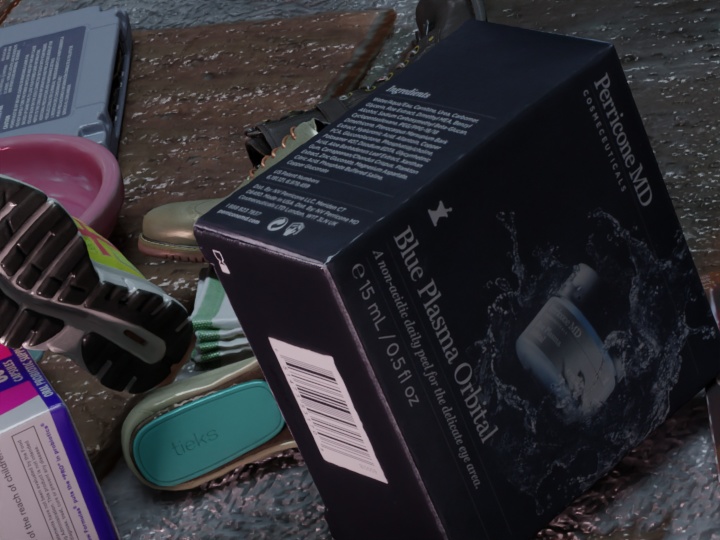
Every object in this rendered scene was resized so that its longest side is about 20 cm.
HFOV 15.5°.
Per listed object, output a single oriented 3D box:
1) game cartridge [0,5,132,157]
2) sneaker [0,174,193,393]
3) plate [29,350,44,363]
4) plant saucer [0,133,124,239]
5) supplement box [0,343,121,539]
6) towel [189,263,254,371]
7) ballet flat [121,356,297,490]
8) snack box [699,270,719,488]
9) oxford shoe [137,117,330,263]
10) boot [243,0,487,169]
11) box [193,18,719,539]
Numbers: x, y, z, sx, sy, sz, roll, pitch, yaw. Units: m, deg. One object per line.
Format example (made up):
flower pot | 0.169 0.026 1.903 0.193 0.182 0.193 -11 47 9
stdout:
game cartridge | -0.229 -0.116 1.831 0.132 0.041 0.200 -9 32 6
sneaker | -0.177 -0.003 1.403 0.078 0.200 0.090 -48 48 0
plate | -0.280 0.063 1.517 0.199 0.026 0.200 -15 10 3
plant saucer | -0.240 -0.017 1.657 0.199 0.051 0.201 -12 29 7
supplement box | -0.243 0.128 1.387 0.199 0.104 0.101 -26 33 -13
towel | 0.000 0.000 1.510 0.199 0.031 0.149 -14 17 4
ballet flat | -0.034 0.064 1.430 0.199 0.070 0.070 -16 31 4
snack box | 0.212 0.058 1.353 0.071 0.024 0.200 -12 31 9
oxford shoe | -0.038 -0.051 1.543 0.198 0.074 0.071 -11 14 8
boot | 0.009 -0.107 1.671 0.173 0.070 0.200 -19 33 -4
box | 0.054 0.013 1.312 0.200 0.198 0.117 -38 30 -25
